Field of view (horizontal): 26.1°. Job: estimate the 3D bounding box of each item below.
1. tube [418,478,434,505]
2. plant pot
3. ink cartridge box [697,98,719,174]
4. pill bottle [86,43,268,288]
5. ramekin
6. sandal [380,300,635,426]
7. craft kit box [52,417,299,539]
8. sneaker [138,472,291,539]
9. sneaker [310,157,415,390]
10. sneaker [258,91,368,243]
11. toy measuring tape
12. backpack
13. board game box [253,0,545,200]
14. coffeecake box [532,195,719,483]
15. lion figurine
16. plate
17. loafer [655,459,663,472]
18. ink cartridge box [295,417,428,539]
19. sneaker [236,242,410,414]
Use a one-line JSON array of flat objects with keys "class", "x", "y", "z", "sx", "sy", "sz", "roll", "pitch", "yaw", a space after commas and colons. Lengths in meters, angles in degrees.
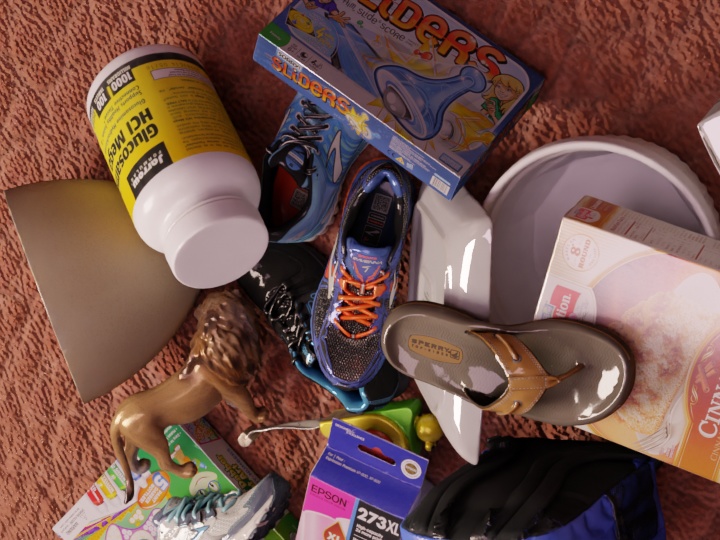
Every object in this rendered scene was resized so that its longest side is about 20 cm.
[{"class": "tube", "x": 0.005, "y": 0.269, "z": 1.431, "sx": 0.201, "sy": 0.052, "sz": 0.058, "roll": -55, "pitch": 40, "yaw": 29}, {"class": "plant pot", "x": -0.220, "y": 0.001, "z": 1.384, "sx": 0.133, "sy": 0.200, "sz": 0.202, "roll": -21, "pitch": 97, "yaw": -9}, {"class": "ink cartridge box", "x": 0.332, "y": -0.119, "z": 1.099, "sx": 0.145, "sy": 0.200, "sz": 0.085, "roll": -29, "pitch": 93, "yaw": 25}, {"class": "pill bottle", "x": -0.152, "y": -0.087, "z": 1.310, "sx": 0.113, "sy": 0.112, "sz": 0.201, "roll": -47, "pitch": 52, "yaw": 26}, {"class": "ramekin", "x": 0.196, "y": -0.015, "z": 1.238, "sx": 0.198, "sy": 0.105, "sz": 0.202, "roll": 6, "pitch": 107, "yaw": 20}, {"class": "sandal", "x": 0.101, "y": 0.068, "z": 1.133, "sx": 0.198, "sy": 0.055, "sz": 0.083, "roll": 15, "pitch": 110, "yaw": 21}, {"class": "craft kit box", "x": -0.172, "y": 0.258, "z": 1.500, "sx": 0.198, "sy": 0.049, "sz": 0.200, "roll": 45, "pitch": 116, "yaw": 2}, {"class": "sneaker", "x": -0.147, "y": 0.239, "z": 1.420, "sx": 0.200, "sy": 0.078, "sz": 0.086, "roll": -44, "pitch": 83, "yaw": 26}, {"class": "sneaker", "x": 0.000, "y": 0.000, "z": 1.298, "sx": 0.075, "sy": 0.078, "sz": 0.202, "roll": 8, "pitch": 87, "yaw": 1}, {"class": "sneaker", "x": -0.037, "y": -0.107, "z": 1.315, "sx": 0.078, "sy": 0.090, "sz": 0.202, "roll": 24, "pitch": 111, "yaw": 14}, {"class": "toy measuring tape", "x": -0.014, "y": 0.162, "z": 1.394, "sx": 0.198, "sy": 0.074, "sz": 0.074, "roll": -11, "pitch": 100, "yaw": 24}, {"class": "backpack", "x": 0.137, "y": 0.227, "z": 1.199, "sx": 0.161, "sy": 0.199, "sz": 0.170, "roll": -8, "pitch": 97, "yaw": 36}, {"class": "board game box", "x": 0.032, "y": -0.162, "z": 1.251, "sx": 0.199, "sy": 0.136, "sz": 0.035, "roll": 36, "pitch": 147, "yaw": 9}, {"class": "coffeecake box", "x": 0.229, "y": 0.054, "z": 1.145, "sx": 0.198, "sy": 0.073, "sz": 0.155, "roll": 20, "pitch": 112, "yaw": 16}, {"class": "lion figurine", "x": -0.160, "y": 0.114, "z": 1.387, "sx": 0.072, "sy": 0.200, "sz": 0.123, "roll": 37, "pitch": 165, "yaw": 45}, {"class": "plate", "x": 0.066, "y": 0.029, "z": 1.258, "sx": 0.032, "sy": 0.200, "sz": 0.202, "roll": -1, "pitch": 107, "yaw": -10}, {"class": "loafer", "x": 0.182, "y": 0.181, "z": 1.318, "sx": 0.200, "sy": 0.073, "sz": 0.072, "roll": -41, "pitch": 84, "yaw": 25}, {"class": "ink cartridge box", "x": -0.006, "y": 0.232, "z": 1.369, "sx": 0.094, "sy": 0.037, "sz": 0.201, "roll": 22, "pitch": 122, "yaw": 15}, {"class": "sneaker", "x": -0.042, "y": 0.044, "z": 1.364, "sx": 0.200, "sy": 0.082, "sz": 0.073, "roll": 41, "pitch": 118, "yaw": 9}]
